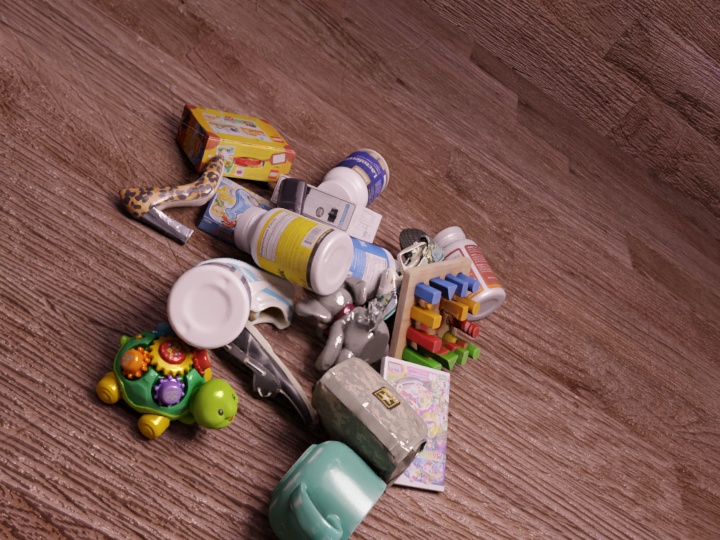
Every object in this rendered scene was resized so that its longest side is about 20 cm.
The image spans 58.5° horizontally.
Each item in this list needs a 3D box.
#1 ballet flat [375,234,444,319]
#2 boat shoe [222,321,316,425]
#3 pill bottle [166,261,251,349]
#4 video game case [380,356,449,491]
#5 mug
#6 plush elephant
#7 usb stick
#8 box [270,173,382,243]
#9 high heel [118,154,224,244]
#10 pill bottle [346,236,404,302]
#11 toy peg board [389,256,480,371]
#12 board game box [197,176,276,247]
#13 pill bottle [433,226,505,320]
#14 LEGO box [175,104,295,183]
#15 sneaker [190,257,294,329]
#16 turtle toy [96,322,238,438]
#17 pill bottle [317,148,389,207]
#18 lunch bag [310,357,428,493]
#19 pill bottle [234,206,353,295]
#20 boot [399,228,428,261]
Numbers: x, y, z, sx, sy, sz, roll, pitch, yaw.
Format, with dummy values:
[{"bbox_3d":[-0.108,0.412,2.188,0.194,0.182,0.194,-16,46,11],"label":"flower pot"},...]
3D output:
[{"bbox_3d":[0.078,0.007,1.226,0.074,0.074,0.200,42,65,5],"label":"ballet flat"},{"bbox_3d":[-0.146,0.173,1.034,0.067,0.072,0.201,-39,87,-15],"label":"boat shoe"},{"bbox_3d":[-0.219,0.046,0.961,0.113,0.115,0.200,32,-2,-8],"label":"pill bottle"},{"bbox_3d":[0.089,0.263,1.102,0.141,0.018,0.204,18,66,-26],"label":"video game case"},{"bbox_3d":[-0.050,0.304,0.870,0.114,0.186,0.152,41,55,10],"label":"mug"},{"bbox_3d":[-0.032,0.098,1.125,0.163,0.203,0.154,-16,43,-39],"label":"plush elephant"},{"bbox_3d":[-0.139,-0.081,1.211,0.054,0.033,0.204,6,70,5],"label":"usb stick"},{"bbox_3d":[-0.069,-0.124,1.288,0.197,0.061,0.116,24,4,29],"label":"box"},{"bbox_3d":[-0.334,-0.163,1.161,0.141,0.071,0.203,32,60,-18],"label":"high heel"},{"bbox_3d":[0.000,0.000,1.270,0.198,0.112,0.114,17,41,-40],"label":"pill bottle"},{"bbox_3d":[0.163,0.095,1.229,0.097,0.203,0.198,25,25,38],"label":"toy peg board"},{"bbox_3d":[-0.205,-0.089,1.258,0.197,0.035,0.137,27,39,-16],"label":"board game box"},{"bbox_3d":[0.240,0.004,1.476,0.110,0.113,0.202,2,51,-38],"label":"pill bottle"},{"bbox_3d":[-0.256,-0.258,1.321,0.197,0.078,0.149,2,35,-39],"label":"LEGO box"},{"bbox_3d":[-0.201,0.041,1.098,0.196,0.077,0.082,16,45,-25],"label":"sneaker"},{"bbox_3d":[-0.261,0.154,0.909,0.199,0.101,0.146,39,37,0],"label":"turtle toy"},{"bbox_3d":[-0.020,-0.190,1.449,0.115,0.116,0.200,39,37,1],"label":"pill bottle"},{"bbox_3d":[0.015,0.227,0.963,0.117,0.201,0.164,-43,72,-14],"label":"lunch bag"},{"bbox_3d":[-0.119,-0.042,1.110,0.197,0.114,0.111,23,30,27],"label":"pill bottle"},{"bbox_3d":[0.115,0.014,1.359,0.066,0.133,0.202,-2,41,-9],"label":"boot"}]
